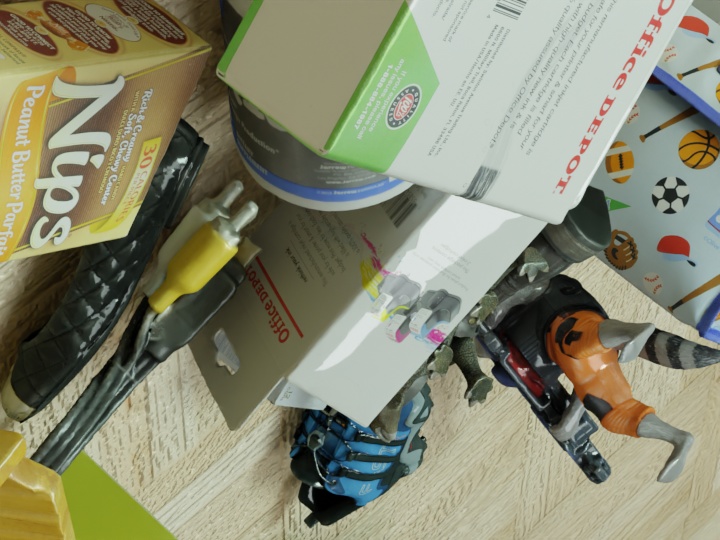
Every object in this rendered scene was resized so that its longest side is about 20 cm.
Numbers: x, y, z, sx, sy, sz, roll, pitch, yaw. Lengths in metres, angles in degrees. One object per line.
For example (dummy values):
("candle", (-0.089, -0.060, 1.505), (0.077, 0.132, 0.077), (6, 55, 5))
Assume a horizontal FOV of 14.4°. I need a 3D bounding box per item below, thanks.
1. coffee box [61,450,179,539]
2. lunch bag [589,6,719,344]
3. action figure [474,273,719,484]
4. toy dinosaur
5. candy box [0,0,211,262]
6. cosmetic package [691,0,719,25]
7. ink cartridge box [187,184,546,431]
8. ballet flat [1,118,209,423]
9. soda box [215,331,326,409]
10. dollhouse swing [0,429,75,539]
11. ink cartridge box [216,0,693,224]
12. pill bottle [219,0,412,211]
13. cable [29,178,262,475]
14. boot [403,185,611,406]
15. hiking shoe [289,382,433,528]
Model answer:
("coffee box", (-0.169, 0.260, 1.584), (0.200, 0.200, 0.198), (-36, 151, -27))
("lunch bag", (0.228, -0.077, 1.854), (0.200, 0.170, 0.124), (-52, 160, 5))
("action figure", (0.156, 0.064, 1.895), (0.105, 0.193, 0.200), (-44, 129, -8))
("toy dinosaur", (0.041, 0.010, 1.601), (0.077, 0.102, 0.201), (14, 104, -49))
("candy box", (-0.168, -0.062, 1.320), (0.200, 0.055, 0.116), (-13, 137, -53))
("cosmetic package", (0.175, -0.243, 1.428), (0.167, 0.200, 0.166), (-49, 153, -2))
("ink cartridge box", (0.000, 0.000, 1.554), (0.068, 0.115, 0.200), (33, 105, -34))
("ballet flat", (-0.141, -0.004, 1.475), (0.200, 0.057, 0.067), (-59, -176, 26))
("soda box", (-0.003, -0.018, 1.657), (0.200, 0.064, 0.068), (-56, 156, 10))
("dollhouse swing", (-0.245, 0.193, 1.384), (0.200, 0.181, 0.176), (87, 11, -55))
("ink cartridge box", (0.050, -0.116, 1.326), (0.200, 0.084, 0.146), (14, 109, -54))
("pill bottle", (-0.014, -0.130, 1.424), (0.114, 0.114, 0.200), (-40, 153, -23))
("cable", (-0.125, 0.034, 1.537), (0.200, 0.050, 0.097), (-45, -169, -5))
("boot", (0.061, -0.032, 1.707), (0.174, 0.200, 0.069), (-36, 125, 27))
("hiking shoe", (-0.005, 0.101, 1.803), (0.087, 0.074, 0.200), (-44, 155, -18))
